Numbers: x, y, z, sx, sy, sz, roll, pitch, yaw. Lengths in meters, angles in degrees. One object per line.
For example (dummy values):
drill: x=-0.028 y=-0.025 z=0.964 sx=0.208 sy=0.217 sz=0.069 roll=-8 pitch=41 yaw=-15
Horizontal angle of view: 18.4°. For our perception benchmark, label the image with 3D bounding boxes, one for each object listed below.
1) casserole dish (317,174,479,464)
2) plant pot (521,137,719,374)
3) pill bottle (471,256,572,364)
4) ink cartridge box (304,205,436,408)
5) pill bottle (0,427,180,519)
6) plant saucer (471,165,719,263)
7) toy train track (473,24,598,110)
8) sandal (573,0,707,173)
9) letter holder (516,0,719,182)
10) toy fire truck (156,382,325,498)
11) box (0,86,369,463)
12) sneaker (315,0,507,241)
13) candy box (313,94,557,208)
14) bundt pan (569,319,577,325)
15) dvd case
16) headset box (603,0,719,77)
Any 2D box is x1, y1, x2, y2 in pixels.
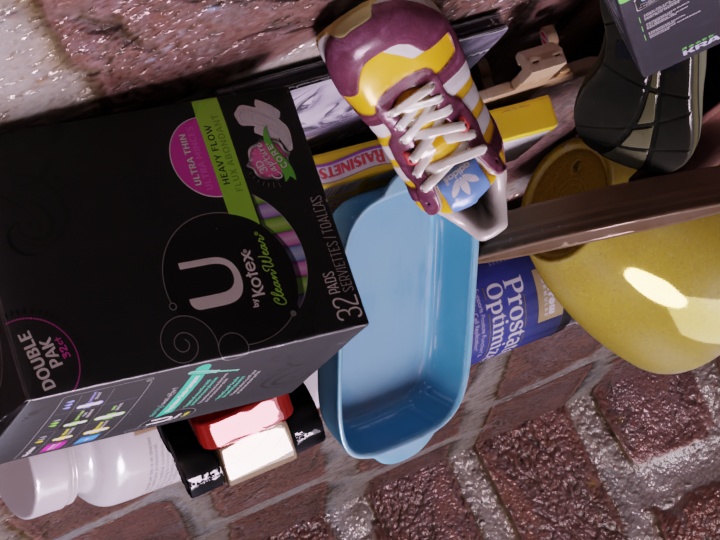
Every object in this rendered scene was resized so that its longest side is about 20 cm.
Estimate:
casserole dish: x=0.019 y=0.025 z=1.398 sx=0.121 sy=0.201 sz=0.039 roll=-19 pitch=-149 yaw=-41
plant pot: x=0.208 y=-0.033 z=1.732 sx=0.142 sy=0.201 sz=0.200 roll=20 pitch=142 yaw=-35
pill bottle: x=0.111 y=0.013 z=1.857 sx=0.200 sy=0.112 sz=0.112 roll=-19 pitch=167 yaw=-26
ink cartridge box: x=0.000 y=0.000 z=1.539 sx=0.145 sy=0.083 sz=0.200 roll=-44 pitch=174 yaw=-18
pill bottle: x=-0.183 y=0.118 z=1.713 sx=0.200 sy=0.115 sz=0.114 roll=-18 pitch=167 yaw=-31
plant saucer: x=0.164 y=-0.037 z=1.456 sx=0.199 sy=0.030 sz=0.200 roll=-12 pitch=179 yaw=0
toy train track: x=0.091 y=-0.120 z=1.422 sx=0.114 sy=0.033 sz=0.200 roll=-18 pitch=174 yaw=-13
sandal: x=0.179 y=-0.133 z=1.328 sx=0.057 sy=0.080 sz=0.201 roll=-54 pitch=159 yaw=-37
letter holder: x=0.204 y=-0.133 z=1.426 sx=0.142 sy=0.101 sz=0.200 roll=-16 pitch=166 yaw=-28
toy fire truck: x=-0.124 y=0.023 z=1.405 sx=0.128 sy=0.176 sz=0.200 roll=-22 pitch=127 yaw=-10
box: x=-0.124 y=0.003 z=1.200 sx=0.200 sy=0.149 sz=0.124 roll=-12 pitch=164 yaw=-27
sneaker: x=0.042 y=-0.085 z=1.253 sx=0.075 sy=0.090 sz=0.200 roll=-31 pitch=154 yaw=10
candy box: x=0.018 y=-0.067 z=1.404 sx=0.199 sy=0.026 sz=0.102 roll=-15 pitch=176 yaw=-13
bundt pan: x=0.265 y=-0.025 z=2.089 sx=0.201 sy=0.076 sz=0.202 roll=-23 pitch=169 yaw=-5
dvd case: x=-0.023 y=-0.095 z=1.335 sx=0.200 sy=0.016 sz=0.149 roll=-18 pitch=167 yaw=-29
headset box: x=0.195 y=-0.197 z=1.135 sx=0.174 sy=0.093 sz=0.200 roll=-26 pitch=168 yaw=6
